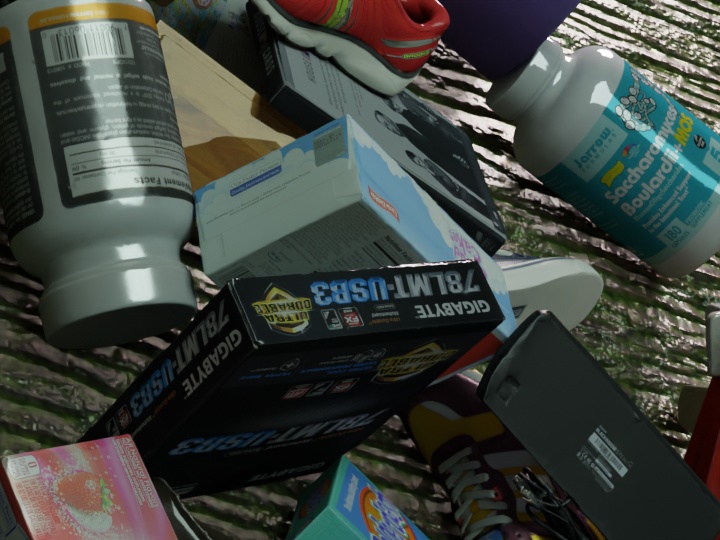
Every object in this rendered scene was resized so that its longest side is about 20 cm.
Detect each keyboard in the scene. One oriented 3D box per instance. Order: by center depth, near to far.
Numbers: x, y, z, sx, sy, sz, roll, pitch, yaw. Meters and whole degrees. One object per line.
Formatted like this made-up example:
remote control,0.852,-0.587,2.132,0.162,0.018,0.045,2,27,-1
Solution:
keyboard,0.141,0.127,1.574,0.200,0.040,0.104,48,71,-16

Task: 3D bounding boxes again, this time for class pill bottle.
pill bottle,-0.164,-0.062,1.500,0.116,0.116,0.202,-1,73,-41
pill bottle,0.191,-0.092,1.849,0.199,0.111,0.111,36,42,-12

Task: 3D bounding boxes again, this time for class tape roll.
tape roll,0.128,-0.246,1.847,0.085,0.200,0.201,38,41,-11

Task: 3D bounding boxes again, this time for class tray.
tray,-0.081,-0.063,1.613,0.199,0.037,0.099,36,73,-12

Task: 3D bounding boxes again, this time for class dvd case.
dvd case,0.010,-0.103,1.688,0.199,0.025,0.151,34,21,-25

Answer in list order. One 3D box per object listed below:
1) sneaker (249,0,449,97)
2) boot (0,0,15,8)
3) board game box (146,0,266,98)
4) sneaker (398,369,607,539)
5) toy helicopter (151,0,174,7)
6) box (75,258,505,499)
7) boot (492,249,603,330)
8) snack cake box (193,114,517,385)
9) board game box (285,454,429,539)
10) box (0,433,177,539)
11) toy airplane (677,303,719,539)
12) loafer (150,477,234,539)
sneaker,-0.018,-0.194,1.657,0.199,0.085,0.077,26,24,-43
boot,-0.158,-0.259,1.610,0.065,0.200,0.166,26,45,-22
board game box,-0.115,-0.177,1.711,0.134,0.034,0.201,25,45,-24
sneaker,0.089,0.148,1.600,0.200,0.075,0.090,45,40,0
toy helicopter,-0.107,-0.267,1.665,0.079,0.132,0.201,28,56,-27
box,-0.046,0.068,1.451,0.199,0.198,0.050,-5,60,-43
boot,0.087,0.001,1.721,0.090,0.073,0.199,45,25,27
snack cake box,0.000,0.000,1.523,0.200,0.114,0.068,43,28,-47
board game box,0.041,0.208,1.478,0.200,0.045,0.152,44,7,-4
box,-0.144,0.203,1.334,0.094,0.103,0.201,-8,63,-44
toy airplane,0.275,0.120,1.688,0.140,0.200,0.201,18,46,-16
loafer,-0.070,0.191,1.422,0.071,0.073,0.200,-43,101,-28
